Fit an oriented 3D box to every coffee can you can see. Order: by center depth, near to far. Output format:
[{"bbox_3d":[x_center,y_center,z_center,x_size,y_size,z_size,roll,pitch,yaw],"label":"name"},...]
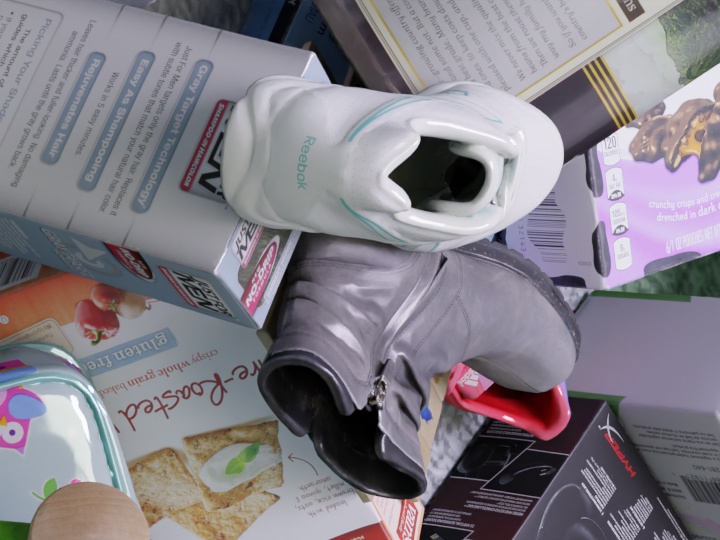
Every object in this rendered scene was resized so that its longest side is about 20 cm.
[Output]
[{"bbox_3d":[0.092,-0.133,1.041,0.199,0.147,0.147,-33,120,7],"label":"coffee can"}]

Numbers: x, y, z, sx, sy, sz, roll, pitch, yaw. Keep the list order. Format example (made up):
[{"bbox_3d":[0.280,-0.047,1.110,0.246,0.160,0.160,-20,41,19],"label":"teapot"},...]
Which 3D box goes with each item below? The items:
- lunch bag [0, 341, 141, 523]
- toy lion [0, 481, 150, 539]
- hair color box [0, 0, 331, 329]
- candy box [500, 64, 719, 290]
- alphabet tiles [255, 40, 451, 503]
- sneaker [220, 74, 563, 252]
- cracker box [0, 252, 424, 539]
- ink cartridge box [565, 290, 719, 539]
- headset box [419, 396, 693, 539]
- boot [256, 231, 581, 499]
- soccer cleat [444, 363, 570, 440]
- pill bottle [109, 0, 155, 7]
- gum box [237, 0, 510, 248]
[{"bbox_3d":[-0.157,0.137,0.959,0.159,0.077,0.202,-15,105,-15],"label":"lunch bag"},{"bbox_3d":[-0.175,0.150,0.838,0.190,0.069,0.201,4,59,-11],"label":"toy lion"},{"bbox_3d":[-0.116,-0.055,0.937,0.100,0.199,0.061,-67,156,-17],"label":"hair color box"},{"bbox_3d":[0.144,-0.106,1.202,0.167,0.071,0.202,-17,104,-41],"label":"candy box"},{"bbox_3d":[0.000,0.000,1.044,0.167,0.006,0.201,60,29,-30],"label":"alphabet tiles"},{"bbox_3d":[0.033,-0.036,0.904,0.200,0.080,0.071,-5,105,-55],"label":"sneaker"},{"bbox_3d":[-0.073,0.065,1.024,0.201,0.133,0.058,61,21,-26],"label":"cracker box"},{"bbox_3d":[0.203,0.112,1.276,0.084,0.144,0.200,-51,123,-27],"label":"ink cartridge box"},{"bbox_3d":[0.087,0.188,1.219,0.200,0.077,0.149,-52,123,-27],"label":"headset box"},{"bbox_3d":[0.023,0.042,0.996,0.200,0.069,0.132,34,48,-39],"label":"boot"},{"bbox_3d":[0.034,0.026,1.155,0.068,0.073,0.199,-44,135,18],"label":"soccer cleat"},{"bbox_3d":[-0.058,-0.211,1.044,0.200,0.113,0.114,-44,120,-32],"label":"pill bottle"},{"bbox_3d":[0.037,-0.118,1.182,0.200,0.044,0.171,36,68,-37],"label":"gum box"}]
